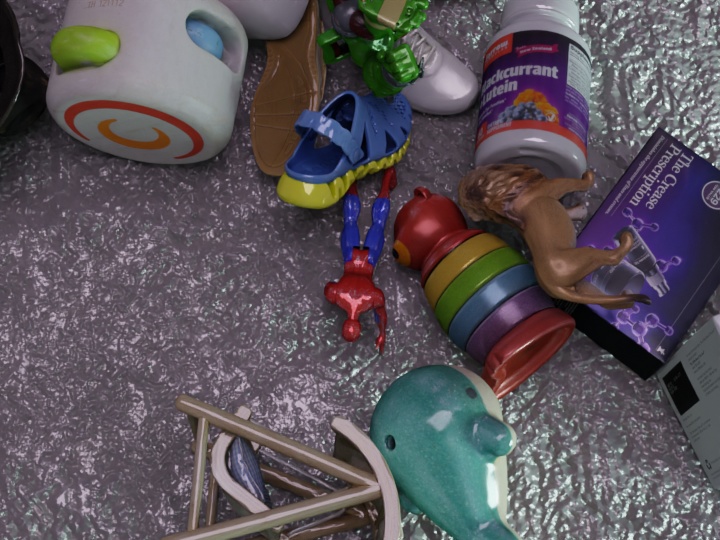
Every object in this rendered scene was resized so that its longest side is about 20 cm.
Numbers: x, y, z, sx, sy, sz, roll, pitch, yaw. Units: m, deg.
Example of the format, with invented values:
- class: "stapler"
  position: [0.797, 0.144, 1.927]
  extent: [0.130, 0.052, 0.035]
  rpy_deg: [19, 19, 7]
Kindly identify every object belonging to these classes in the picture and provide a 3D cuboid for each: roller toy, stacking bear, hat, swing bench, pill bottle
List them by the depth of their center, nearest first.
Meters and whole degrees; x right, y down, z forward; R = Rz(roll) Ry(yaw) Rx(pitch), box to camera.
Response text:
- class: "swing bench"
  position: [-0.063, 0.199, 1.173]
  extent: [0.197, 0.199, 0.131]
  rpy_deg: [5, 72, -2]
- class: "stacking bear"
  position: [0.104, 0.010, 1.292]
  extent: [0.113, 0.122, 0.201]
  rpy_deg: [-32, 69, -18]
- class: "roller toy"
  position: [-0.205, -0.197, 1.301]
  extent: [0.180, 0.200, 0.141]
  rpy_deg: [12, 72, -10]
- class: "hat"
  position: [-0.358, -0.177, 1.320]
  extent: [0.080, 0.200, 0.203]
  rpy_deg: [10, 66, -42]
- class: "pill bottle"
  position: [0.175, -0.179, 1.342]
  extent: [0.110, 0.112, 0.202]
  rpy_deg: [8, 61, 0]

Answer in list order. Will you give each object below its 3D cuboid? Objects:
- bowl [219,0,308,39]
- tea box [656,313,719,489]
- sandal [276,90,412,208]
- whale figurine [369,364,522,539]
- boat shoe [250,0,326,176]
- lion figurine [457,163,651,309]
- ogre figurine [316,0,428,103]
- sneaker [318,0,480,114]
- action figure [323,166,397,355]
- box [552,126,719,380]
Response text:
- class: "bowl"
  position: [-0.130, -0.345, 1.342]
  extent: [0.198, 0.074, 0.202]
  rpy_deg: [16, 89, 33]
- class: "tea box"
  position: [0.407, 0.090, 1.230]
  extent: [0.195, 0.200, 0.135]
  rpy_deg: [-23, 74, -9]
- class: "sandal"
  position: [-0.008, -0.137, 1.307]
  extent: [0.079, 0.088, 0.200]
  rpy_deg: [19, 37, 21]
- class: "whale figurine"
  position: [0.076, 0.184, 1.209]
  extent: [0.103, 0.159, 0.202]
  rpy_deg: [0, 61, -41]
- class: "boat shoe"
  position: [-0.065, -0.189, 1.362]
  extent: [0.073, 0.069, 0.203]
  rpy_deg: [4, 80, 15]
- class: "lion figurine"
  position: [0.175, -0.031, 1.233]
  extent: [0.121, 0.073, 0.201]
  rpy_deg: [-8, 43, -21]
- class: "ogre figurine"
  position: [0.003, -0.247, 1.277]
  extent: [0.098, 0.120, 0.200]
  rpy_deg: [-40, 76, -17]
- class: "sneaker"
  position: [0.037, -0.231, 1.377]
  extent: [0.199, 0.080, 0.071]
  rpy_deg: [34, 72, 6]
- class: "action figure"
  position: [0.000, 0.000, 1.317]
  extent: [0.064, 0.100, 0.202]
  rpy_deg: [6, 50, 2]
- class: "box"
  position: [0.289, -0.017, 1.323]
  extent: [0.141, 0.079, 0.201]
  rpy_deg: [37, 74, 6]
